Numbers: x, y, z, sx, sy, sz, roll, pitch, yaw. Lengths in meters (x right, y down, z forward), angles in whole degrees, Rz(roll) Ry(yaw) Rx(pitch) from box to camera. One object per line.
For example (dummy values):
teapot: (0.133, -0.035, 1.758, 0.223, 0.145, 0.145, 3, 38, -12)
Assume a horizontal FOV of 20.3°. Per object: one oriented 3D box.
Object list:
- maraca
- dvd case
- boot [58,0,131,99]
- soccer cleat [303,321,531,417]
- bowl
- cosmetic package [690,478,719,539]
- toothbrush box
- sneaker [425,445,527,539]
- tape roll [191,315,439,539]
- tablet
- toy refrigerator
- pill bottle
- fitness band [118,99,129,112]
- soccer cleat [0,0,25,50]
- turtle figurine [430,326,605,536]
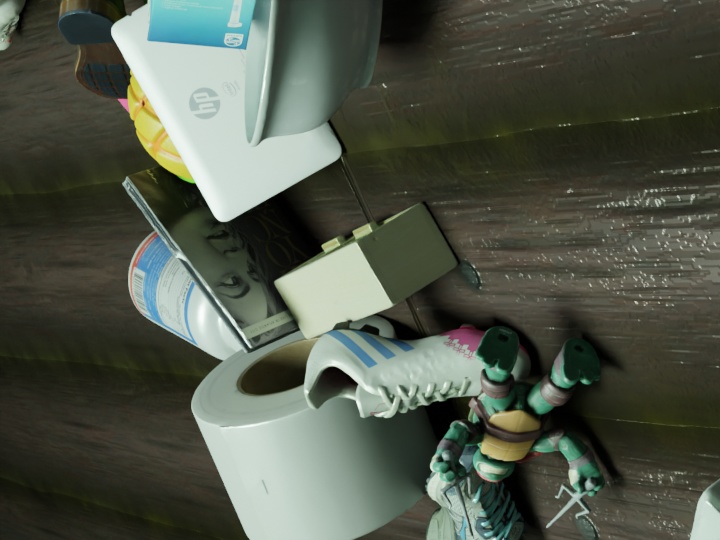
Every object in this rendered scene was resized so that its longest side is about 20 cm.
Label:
maraca: (-0.158, -0.179, 1.827, 0.137, 0.107, 0.200, 4, 102, 49)
dvd case: (-0.113, -0.025, 1.871, 0.200, 0.149, 0.016, 53, 129, 12)
boot: (-0.236, -0.237, 1.891, 0.200, 0.075, 0.097, 83, -173, -70)
soccer cleat: (0.045, 0.094, 1.695, 0.200, 0.086, 0.070, 1, 135, 26)
bowl: (-0.035, -0.192, 1.547, 0.201, 0.090, 0.202, -175, 90, -83)
cosmetic package: (0.320, 0.180, 1.222, 0.165, 0.200, 0.165, 44, 152, 27)
toothbrush box: (-0.116, -0.289, 1.565, 0.200, 0.085, 0.147, 112, 160, -60)
sneaker: (0.114, 0.211, 1.815, 0.086, 0.078, 0.200, 33, 154, 22)
tape roll: (-0.039, 0.146, 1.854, 0.203, 0.203, 0.139, 14, 129, 57)
tablet: (-0.118, -0.157, 1.760, 0.200, 0.130, 0.014, 61, -171, -4)
toy refrigerator: (0.000, 0.000, 1.764, 0.070, 0.076, 0.200, 60, 156, -2)
pill bottle: (-0.139, 0.027, 2.010, 0.200, 0.112, 0.112, 25, 139, 50)
fitness band: (-0.219, -0.228, 1.958, 0.144, 0.037, 0.200, 48, 152, 22)
soccer cleat: (-0.402, -0.279, 2.215, 0.078, 0.069, 0.200, 62, 163, -19)
turtle figurine: (0.124, 0.133, 1.634, 0.200, 0.149, 0.101, 102, 156, -44)
